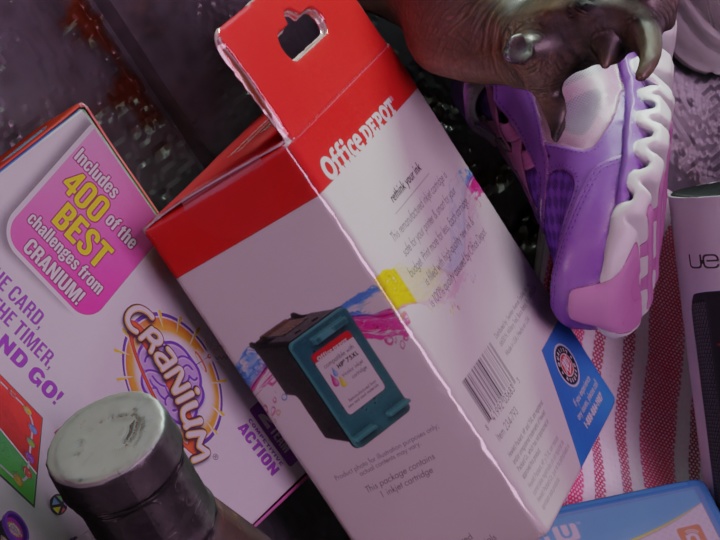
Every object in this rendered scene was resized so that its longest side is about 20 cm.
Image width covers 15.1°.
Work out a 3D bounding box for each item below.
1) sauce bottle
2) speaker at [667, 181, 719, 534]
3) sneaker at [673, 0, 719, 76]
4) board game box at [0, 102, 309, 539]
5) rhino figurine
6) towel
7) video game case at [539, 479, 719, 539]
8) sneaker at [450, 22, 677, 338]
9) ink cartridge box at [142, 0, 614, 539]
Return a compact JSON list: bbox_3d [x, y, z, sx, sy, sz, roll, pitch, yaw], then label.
[{"bbox_3d":[-0.039,0.122,0.870,0.066,0.066,0.201,-53,136,-32],"label":"sauce bottle"},{"bbox_3d":[0.167,0.061,1.026,0.081,0.081,0.201,-11,97,-36],"label":"speaker"},{"bbox_3d":[0.122,-0.171,1.092,0.200,0.087,0.075,46,58,-15],"label":"sneaker"},{"bbox_3d":[-0.122,0.063,0.888,0.200,0.040,0.153,-41,102,-35],"label":"board game box"},{"bbox_3d":[0.049,-0.105,0.973,0.087,0.200,0.060,-36,129,-9],"label":"rhino figurine"},{"bbox_3d":[0.151,0.045,1.089,0.199,0.030,0.147,16,70,-31],"label":"towel"},{"bbox_3d":[0.094,0.167,0.941,0.142,0.018,0.201,-10,51,-19],"label":"video game case"},{"bbox_3d":[0.074,-0.060,1.018,0.088,0.081,0.201,4,51,2],"label":"sneaker"},{"bbox_3d":[0.000,0.000,0.947,0.201,0.067,0.116,57,26,-8],"label":"ink cartridge box"}]
